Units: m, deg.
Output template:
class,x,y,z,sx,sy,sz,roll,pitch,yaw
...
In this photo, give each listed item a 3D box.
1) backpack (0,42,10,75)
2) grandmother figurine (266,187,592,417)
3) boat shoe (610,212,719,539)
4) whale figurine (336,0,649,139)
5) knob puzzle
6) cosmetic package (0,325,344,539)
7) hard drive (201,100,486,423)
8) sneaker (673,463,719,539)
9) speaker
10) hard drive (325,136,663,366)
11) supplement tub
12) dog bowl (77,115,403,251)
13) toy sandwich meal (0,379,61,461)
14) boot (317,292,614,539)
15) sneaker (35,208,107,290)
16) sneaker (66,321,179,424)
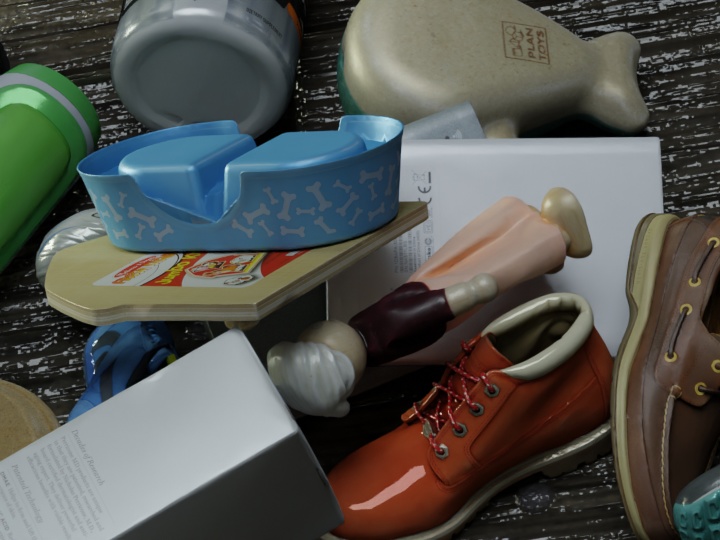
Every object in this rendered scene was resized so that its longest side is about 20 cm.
class,x,y,z,sx,sy,sz,roll,pitch,yaw
backpack,-0.362,-0.160,1.793,0.199,0.151,0.178,25,58,38
grandmother figurine,0.032,0.021,1.471,0.199,0.121,0.061,-29,80,-28
boat shoe,0.183,0.057,1.473,0.067,0.072,0.201,-6,61,28
whale figurine,0.081,-0.117,1.690,0.199,0.104,0.160,4,57,-15
knob puzzle,-0.088,0.002,1.479,0.218,0.031,0.220,-10,16,3
cosmetic package,-0.118,0.129,1.387,0.199,0.113,0.081,-30,57,-7
hard drive,0.000,0.000,1.579,0.199,0.033,0.140,-22,80,-7
sneaker,0.251,0.096,1.455,0.199,0.078,0.091,-19,40,-18
speaker,-0.249,-0.040,1.687,0.088,0.089,0.200,17,53,27
hard drive,0.079,-0.011,1.555,0.199,0.025,0.133,-1,78,-3
supplement tub,-0.094,-0.190,1.767,0.122,0.123,0.201,-3,47,11
dog bowl,-0.065,-0.048,1.492,0.199,0.050,0.111,0,19,31
toy sandwich meal,-0.237,0.148,1.523,0.204,0.070,0.206,-14,48,16
boot,0.053,0.084,1.485,0.199,0.108,0.075,-28,49,-11
sneaker,-0.101,-0.014,1.644,0.199,0.072,0.073,-2,20,3
sneaker,-0.121,0.066,1.527,0.078,0.066,0.200,-38,15,19
